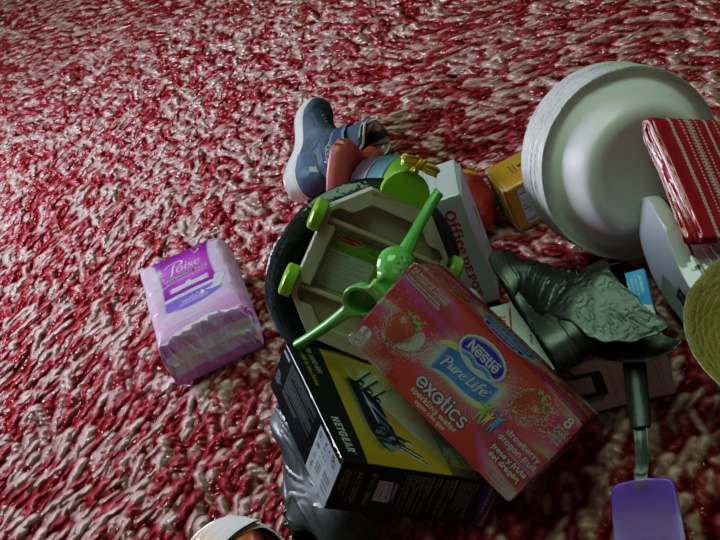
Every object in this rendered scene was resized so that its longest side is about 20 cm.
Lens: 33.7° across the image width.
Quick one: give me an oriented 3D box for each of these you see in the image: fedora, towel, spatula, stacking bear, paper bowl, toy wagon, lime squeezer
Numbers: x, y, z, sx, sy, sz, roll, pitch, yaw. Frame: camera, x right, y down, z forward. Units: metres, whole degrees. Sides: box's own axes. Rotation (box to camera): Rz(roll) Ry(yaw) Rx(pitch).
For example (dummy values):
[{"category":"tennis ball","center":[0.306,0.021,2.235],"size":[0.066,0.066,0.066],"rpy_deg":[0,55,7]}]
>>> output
[{"category":"fedora","center":[0.000,0.000,1.206],"size":[0.200,0.201,0.092],"rpy_deg":[-24,11,1]},{"category":"towel","center":[0.373,-0.085,1.151],"size":[0.199,0.022,0.145],"rpy_deg":[0,59,-25]},{"category":"spatula","center":[0.235,0.145,1.001],"size":[0.056,0.021,0.200],"rpy_deg":[-11,50,20]},{"category":"stacking bear","center":[0.070,-0.087,1.434],"size":[0.199,0.114,0.121],"rpy_deg":[11,3,30]},{"category":"paper bowl","center":[0.275,-0.111,1.222],"size":[0.200,0.201,0.104],"rpy_deg":[-28,19,-6]},{"category":"toy wagon","center":[0.020,-0.016,1.136],"size":[0.040,0.155,0.200],"rpy_deg":[-113,47,-79]},{"category":"lime squeezer","center":[0.009,0.007,1.081],"size":[0.200,0.038,0.071],"rpy_deg":[-48,36,6]}]

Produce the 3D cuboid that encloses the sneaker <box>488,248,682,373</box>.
[{"category":"sneaker","center":[0.198,0.025,1.086],"size":[0.104,0.060,0.200],"rpy_deg":[-32,38,4]}]

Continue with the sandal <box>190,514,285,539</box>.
[{"category":"sandal","center":[-0.099,0.258,1.061],"size":[0.206,0.059,0.079],"rpy_deg":[8,60,46]}]

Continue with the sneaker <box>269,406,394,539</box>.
[{"category":"sneaker","center":[-0.046,0.199,1.105],"size":[0.091,0.076,0.200],"rpy_deg":[-60,33,14]}]

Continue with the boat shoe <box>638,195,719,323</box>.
[{"category":"boat shoe","center":[0.327,0.005,1.119],"size":[0.066,0.072,0.200],"rpy_deg":[-14,50,-10]}]

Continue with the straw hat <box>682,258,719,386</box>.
[{"category":"straw hat","center":[0.372,0.075,1.005],"size":[0.200,0.085,0.201],"rpy_deg":[-5,48,6]}]

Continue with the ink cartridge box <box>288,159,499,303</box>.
[{"category":"ink cartridge box","center":[0.038,-0.016,1.308],"size":[0.199,0.146,0.083],"rpy_deg":[-18,30,11]}]

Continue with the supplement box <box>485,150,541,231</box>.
[{"category":"supplement box","center":[0.253,-0.125,1.403],"size":[0.200,0.069,0.067],"rpy_deg":[-25,31,-3]}]

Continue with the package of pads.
[{"category":"package of pads","center":[-0.194,0.045,1.448],"size":[0.120,0.076,0.200],"rpy_deg":[-24,31,-4]}]

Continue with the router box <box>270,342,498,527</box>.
[{"category":"router box","center":[0.018,0.147,1.087],"size":[0.157,0.052,0.200],"rpy_deg":[12,22,-24]}]

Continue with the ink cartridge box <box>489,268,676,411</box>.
[{"category":"ink cartridge box","center":[0.188,0.080,1.138],"size":[0.199,0.068,0.116],"rpy_deg":[-15,34,14]}]

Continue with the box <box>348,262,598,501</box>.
[{"category":"box","center":[0.099,0.092,1.034],"size":[0.096,0.200,0.100],"rpy_deg":[-48,-15,12]}]

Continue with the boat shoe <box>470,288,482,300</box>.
[{"category":"boat shoe","center":[0.047,0.091,1.235],"size":[0.200,0.072,0.062],"rpy_deg":[-32,49,3]}]

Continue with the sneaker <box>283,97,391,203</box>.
[{"category":"sneaker","center":[-0.023,-0.189,1.661],"size":[0.146,0.077,0.203],"rpy_deg":[-22,39,26]}]
